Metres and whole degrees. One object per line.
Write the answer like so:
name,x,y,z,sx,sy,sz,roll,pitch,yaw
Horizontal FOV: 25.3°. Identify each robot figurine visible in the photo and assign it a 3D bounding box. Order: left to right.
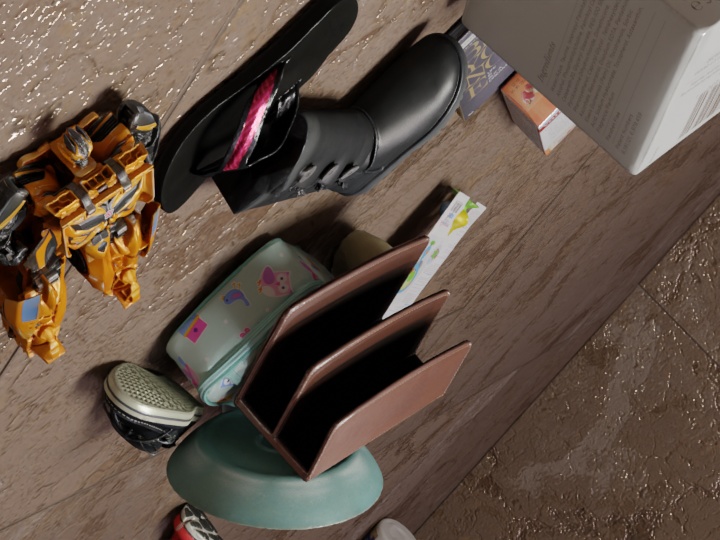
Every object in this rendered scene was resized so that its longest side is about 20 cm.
robot figurine,-0.178,-0.024,1.020,0.145,0.058,0.201,-38,165,-27

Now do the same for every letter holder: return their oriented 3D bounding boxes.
letter holder,0.008,0.070,1.413,0.199,0.101,0.143,-27,155,-44

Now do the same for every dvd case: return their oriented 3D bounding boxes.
dvd case,0.135,-0.217,1.443,0.149,0.016,0.200,-44,166,-1

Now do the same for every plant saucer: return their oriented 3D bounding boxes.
plant saucer,-0.076,0.169,1.449,0.199,0.198,0.036,-25,125,-53

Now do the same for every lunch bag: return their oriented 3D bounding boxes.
lunch bag,-0.090,0.056,1.465,0.160,0.077,0.200,-45,166,3

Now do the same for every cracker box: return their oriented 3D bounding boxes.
cracker box,0.211,-0.194,1.612,0.134,0.058,0.200,-45,172,3

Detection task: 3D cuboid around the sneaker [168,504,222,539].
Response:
sneaker,-0.211,0.347,1.974,0.085,0.077,0.200,-35,164,-12

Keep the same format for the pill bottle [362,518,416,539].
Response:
pill bottle,0.024,0.623,3.352,0.200,0.111,0.111,-50,165,21

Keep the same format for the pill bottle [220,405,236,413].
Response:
pill bottle,-0.082,0.152,1.694,0.112,0.112,0.200,-44,166,0

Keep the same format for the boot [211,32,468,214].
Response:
boot,-0.012,-0.117,1.236,0.165,0.066,0.199,-52,160,21

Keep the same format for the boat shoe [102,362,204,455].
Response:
boat shoe,-0.187,0.126,1.405,0.062,0.074,0.200,-49,171,-2

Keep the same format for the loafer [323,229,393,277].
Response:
loafer,0.000,0.000,1.587,0.075,0.069,0.200,-37,178,-16

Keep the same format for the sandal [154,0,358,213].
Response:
sandal,-0.067,-0.111,1.112,0.200,0.045,0.075,-45,166,1

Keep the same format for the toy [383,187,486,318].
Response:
toy,0.050,-0.008,1.744,0.200,0.047,0.115,-50,162,8

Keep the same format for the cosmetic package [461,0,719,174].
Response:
cosmetic package,0.214,-0.222,1.243,0.167,0.200,0.167,-35,158,-29
